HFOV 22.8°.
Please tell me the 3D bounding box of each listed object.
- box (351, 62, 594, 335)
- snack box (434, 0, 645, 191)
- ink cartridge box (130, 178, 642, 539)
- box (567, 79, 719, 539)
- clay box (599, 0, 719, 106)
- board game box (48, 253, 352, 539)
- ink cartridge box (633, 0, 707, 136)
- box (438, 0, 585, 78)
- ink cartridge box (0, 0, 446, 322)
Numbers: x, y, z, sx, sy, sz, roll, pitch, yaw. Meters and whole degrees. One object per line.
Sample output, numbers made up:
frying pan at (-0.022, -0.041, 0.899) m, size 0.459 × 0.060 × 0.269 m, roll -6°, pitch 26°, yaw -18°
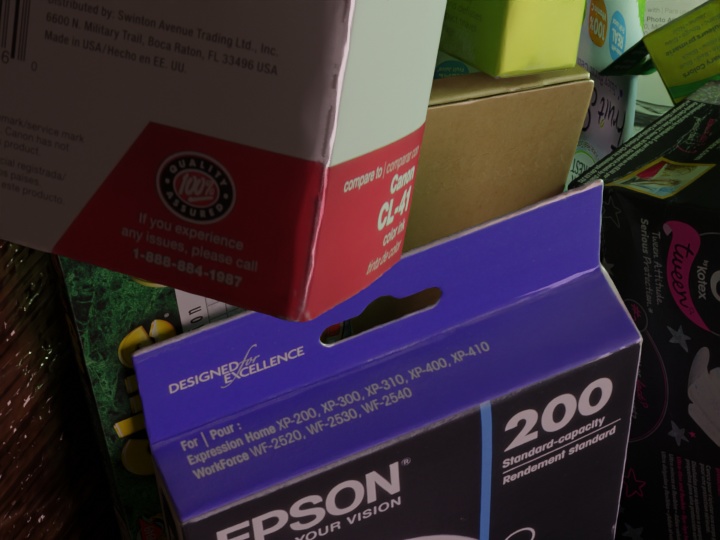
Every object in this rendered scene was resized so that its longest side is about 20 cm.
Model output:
box at (0.000, 0.000, 0.730) m, size 0.200 × 0.021 × 0.164 m, roll -14°, pitch 131°, yaw -37°
snack box at (0.089, -0.114, 0.900) m, size 0.169 × 0.068 × 0.200 m, roll 15°, pitch 81°, yaw -63°
ink cartridge box at (0.017, 0.078, 0.707) m, size 0.198 × 0.043 × 0.200 m, roll -21°, pitch 137°, yaw -17°
box at (0.185, 0.032, 0.818) m, size 0.132 × 0.115 × 0.200 m, roll -34°, pitch 127°, yaw -40°
clay box at (0.225, -0.129, 0.882) m, size 0.048 × 0.200 × 0.115 m, roll 64°, pitch 24°, yaw 6°
board game box at (-0.053, 0.029, 0.660) m, size 0.105 × 0.023 × 0.200 m, roll -21°, pitch 137°, yaw -15°
ink cartridge box at (0.177, -0.085, 1.097) m, size 0.145 × 0.083 × 0.200 m, roll -109°, pitch -158°, yaw -85°
box at (0.048, -0.191, 0.719) m, size 0.048 × 0.122 × 0.200 m, roll -11°, pitch 119°, yaw -34°
ink cartridge box at (-0.050, -0.104, 0.490) m, size 0.086 × 0.148 × 0.200 m, roll -26°, pitch 130°, yaw -64°
